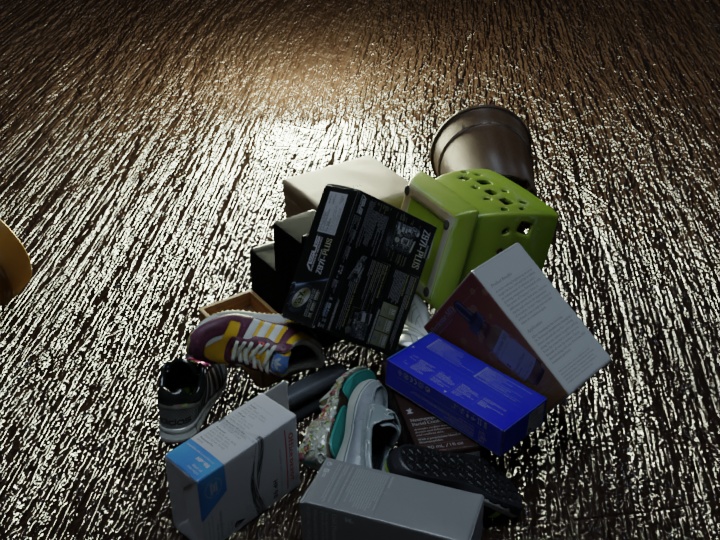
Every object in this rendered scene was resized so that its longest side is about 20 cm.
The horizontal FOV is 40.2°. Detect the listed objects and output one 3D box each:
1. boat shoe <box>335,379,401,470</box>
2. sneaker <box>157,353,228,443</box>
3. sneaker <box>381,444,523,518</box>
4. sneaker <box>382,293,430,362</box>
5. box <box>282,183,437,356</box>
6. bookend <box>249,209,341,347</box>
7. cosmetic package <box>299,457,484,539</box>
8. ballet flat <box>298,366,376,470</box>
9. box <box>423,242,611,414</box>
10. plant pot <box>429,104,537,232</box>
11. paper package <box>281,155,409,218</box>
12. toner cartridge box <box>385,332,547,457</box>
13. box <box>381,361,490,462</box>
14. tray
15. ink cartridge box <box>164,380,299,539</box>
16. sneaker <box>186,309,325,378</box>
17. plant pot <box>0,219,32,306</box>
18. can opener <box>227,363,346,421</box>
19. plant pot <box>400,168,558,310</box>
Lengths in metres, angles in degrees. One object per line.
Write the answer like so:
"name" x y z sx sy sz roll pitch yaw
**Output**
"boat shoe" 0.020 0.217 1.276 0.070 0.071 0.202 -16 31 24
"sneaker" -0.236 0.150 1.386 0.072 0.089 0.201 5 31 9
"sneaker" 0.102 0.270 1.202 0.197 0.084 0.072 21 28 -18
"sneaker" 0.067 0.100 1.479 0.098 0.079 0.200 -19 33 -18
"box" 0.000 0.000 1.412 0.162 0.204 0.086 20 -3 -38
"bookend" -0.097 -0.013 1.542 0.091 0.202 0.199 -19 34 -30
"cosmetic package" 0.038 0.298 1.124 0.196 0.109 0.090 10 32 20
"ballet flat" -0.035 0.195 1.332 0.063 0.077 0.200 -14 20 26
"box" 0.207 0.097 1.327 0.106 0.153 0.201 -28 73 -37
"plant pot" 0.236 -0.168 1.816 0.196 0.203 0.200 -2 38 -2
"paper package" -0.020 -0.115 1.803 0.197 0.105 0.190 -19 36 -26
"toner cartridge box" 0.134 0.156 1.277 0.094 0.044 0.198 -24 40 -38
"box" 0.097 0.200 1.315 0.098 0.076 0.201 -7 30 -11
"tray" -0.161 0.102 1.514 0.097 0.038 0.199 -20 36 -29
"ink cartridge box" -0.139 0.236 1.215 0.066 0.118 0.199 25 40 36
"sneaker" -0.142 0.107 1.374 0.197 0.076 0.090 -3 31 -32
"plant pot" -0.650 0.014 1.536 0.197 0.202 0.185 13 49 21
"can opener" -0.105 0.181 1.366 0.198 0.054 0.066 -22 36 -31
"plant pot" 0.161 -0.043 1.546 0.179 0.202 0.200 3 23 -32
